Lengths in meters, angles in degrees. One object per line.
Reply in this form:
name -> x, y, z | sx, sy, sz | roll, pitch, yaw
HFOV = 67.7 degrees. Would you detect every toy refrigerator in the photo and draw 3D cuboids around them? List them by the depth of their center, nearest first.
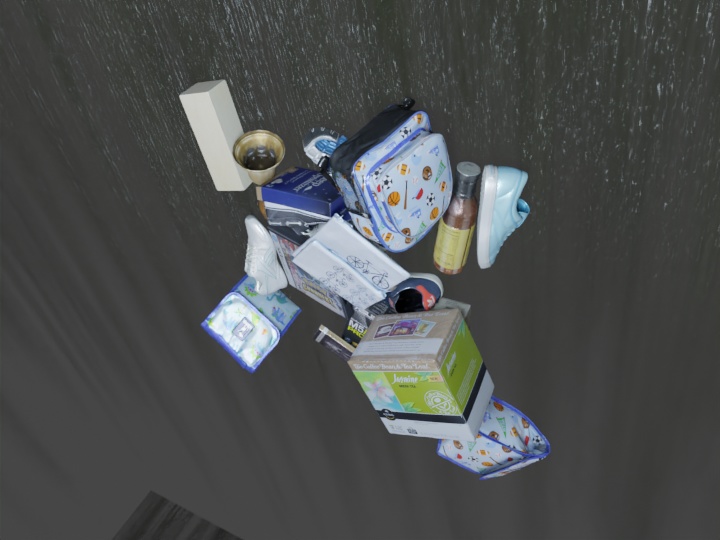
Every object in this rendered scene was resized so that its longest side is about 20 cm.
toy refrigerator -> -0.278, -0.268, 1.078 | 0.074, 0.071, 0.205 | 3, 128, 25

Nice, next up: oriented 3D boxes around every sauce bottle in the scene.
sauce bottle -> 0.166, -0.087, 0.913 | 0.064, 0.066, 0.204 | 22, 134, 18

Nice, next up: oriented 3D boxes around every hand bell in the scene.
hand bell -> -0.198, -0.174, 1.104 | 0.102, 0.105, 0.202 | 26, 149, 13

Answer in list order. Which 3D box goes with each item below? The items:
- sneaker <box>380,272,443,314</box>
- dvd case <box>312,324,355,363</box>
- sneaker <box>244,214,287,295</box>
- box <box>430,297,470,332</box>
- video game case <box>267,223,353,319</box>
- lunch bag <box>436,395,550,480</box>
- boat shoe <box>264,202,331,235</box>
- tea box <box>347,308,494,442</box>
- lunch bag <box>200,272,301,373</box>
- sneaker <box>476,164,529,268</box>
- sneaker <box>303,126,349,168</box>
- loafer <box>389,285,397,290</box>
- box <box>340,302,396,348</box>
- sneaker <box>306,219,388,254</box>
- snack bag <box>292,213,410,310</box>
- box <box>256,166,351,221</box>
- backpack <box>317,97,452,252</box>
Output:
sneaker -> 0.068, 0.050, 1.086 | 0.195, 0.085, 0.076 | -4, 124, 38
dvd case -> -0.025, 0.203, 1.290 | 0.197, 0.016, 0.149 | 35, 162, -1
sneaker -> -0.230, -0.029, 1.228 | 0.070, 0.079, 0.205 | 35, 146, 52
box -> 0.178, 0.166, 1.102 | 0.076, 0.096, 0.205 | 12, 133, 26
video game case -> -0.108, 0.000, 1.164 | 0.197, 0.025, 0.184 | 28, 148, 34
lunch bag -> 0.293, 0.380, 1.187 | 0.196, 0.126, 0.171 | 28, 140, -9
boat shoe -> -0.108, -0.102, 1.039 | 0.194, 0.071, 0.070 | 10, 110, 30
tea box -> 0.115, 0.193, 1.000 | 0.196, 0.134, 0.200 | -9, 120, 40
lunch bag -> -0.266, 0.121, 1.307 | 0.169, 0.201, 0.127 | 42, 139, -4
sneaker -> 0.231, -0.077, 0.869 | 0.079, 0.076, 0.203 | 4, 140, 10
sneaker -> -0.009, -0.187, 0.964 | 0.196, 0.077, 0.087 | 29, 171, 2
loafer -> 0.000, 0.000, 1.102 | 0.196, 0.072, 0.064 | 25, 139, 33
box -> 0.057, 0.153, 1.214 | 0.196, 0.045, 0.163 | 31, 139, 11
sneaker -> -0.022, -0.096, 1.054 | 0.196, 0.075, 0.119 | 25, 121, 21
snack bag -> -0.020, -0.006, 1.002 | 0.187, 0.022, 0.199 | 37, 146, -15
box -> -0.081, -0.146, 0.996 | 0.194, 0.121, 0.033 | 17, 125, 23
backpack -> 0.059, -0.134, 0.847 | 0.154, 0.198, 0.193 | 40, 161, 43
